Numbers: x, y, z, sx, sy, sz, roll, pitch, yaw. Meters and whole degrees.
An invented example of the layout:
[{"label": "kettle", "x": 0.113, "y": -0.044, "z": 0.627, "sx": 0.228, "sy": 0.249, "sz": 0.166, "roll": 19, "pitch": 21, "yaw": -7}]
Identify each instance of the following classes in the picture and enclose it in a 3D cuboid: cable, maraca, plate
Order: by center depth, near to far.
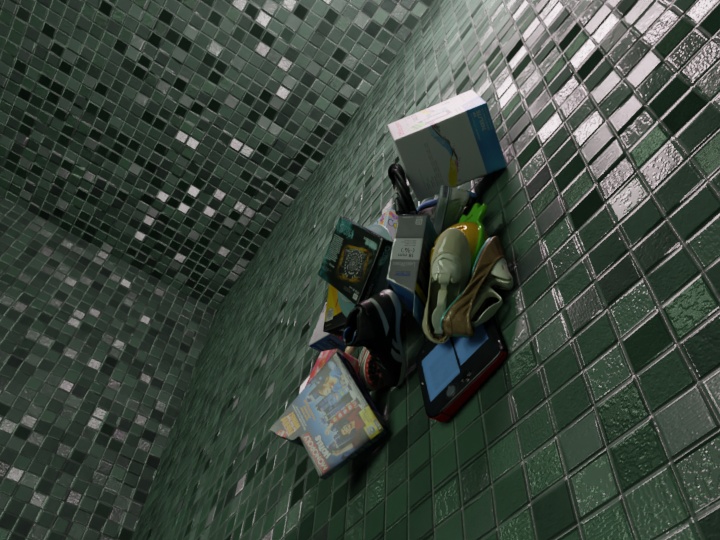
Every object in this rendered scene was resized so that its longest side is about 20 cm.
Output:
[{"label": "maraca", "x": 0.185, "y": -0.038, "z": 1.221, "sx": 0.137, "sy": 0.107, "sz": 0.200, "roll": -40, "pitch": 25, "yaw": 50}, {"label": "plate", "x": 0.000, "y": 0.000, "z": 1.335, "sx": 0.200, "sy": 0.026, "sz": 0.201, "roll": -35, "pitch": 47, "yaw": 48}, {"label": "cable", "x": 0.092, "y": -0.136, "z": 1.428, "sx": 0.200, "sy": 0.051, "sz": 0.164, "roll": 49, "pitch": -155, "yaw": -72}]

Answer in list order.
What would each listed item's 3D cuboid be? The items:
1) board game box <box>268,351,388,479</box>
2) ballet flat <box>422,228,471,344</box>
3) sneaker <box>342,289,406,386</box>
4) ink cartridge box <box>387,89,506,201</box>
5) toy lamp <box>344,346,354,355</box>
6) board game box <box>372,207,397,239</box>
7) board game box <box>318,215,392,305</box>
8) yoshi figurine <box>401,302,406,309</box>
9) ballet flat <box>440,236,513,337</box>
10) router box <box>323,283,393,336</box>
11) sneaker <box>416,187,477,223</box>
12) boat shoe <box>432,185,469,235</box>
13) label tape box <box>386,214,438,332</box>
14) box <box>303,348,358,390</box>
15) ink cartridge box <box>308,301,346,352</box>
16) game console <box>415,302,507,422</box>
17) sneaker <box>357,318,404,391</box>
[{"label": "board game box", "x": -0.068, "y": 0.296, "z": 1.292, "sx": 0.200, "sy": 0.062, "sz": 0.200, "roll": -38, "pitch": 51, "yaw": 4}, {"label": "ballet flat", "x": 0.143, "y": 0.031, "z": 1.122, "sx": 0.069, "sy": 0.069, "sz": 0.200, "roll": -123, "pitch": 38, "yaw": -72}, {"label": "sneaker", "x": 0.019, "y": 0.140, "z": 1.243, "sx": 0.073, "sy": 0.112, "sz": 0.200, "roll": 25, "pitch": 128, "yaw": 52}, {"label": "ink cartridge box", "x": 0.179, "y": -0.265, "z": 1.415, "sx": 0.200, "sy": 0.146, "sz": 0.147, "roll": -22, "pitch": 25, "yaw": 6}, {"label": "toy lamp", "x": -0.027, "y": 0.189, "z": 1.551, "sx": 0.200, "sy": 0.058, "sz": 0.058, "roll": -61, "pitch": 16, "yaw": 4}, {"label": "board game box", "x": 0.051, "y": -0.040, "z": 1.626, "sx": 0.200, "sy": 0.105, "sz": 0.103, "roll": -44, "pitch": 23, "yaw": 45}, {"label": "board game box", "x": -0.014, "y": -0.022, "z": 1.316, "sx": 0.200, "sy": 0.028, "sz": 0.136, "roll": 35, "pitch": 105, "yaw": 60}, {"label": "yoshi figurine", "x": 0.094, "y": 0.001, "z": 1.432, "sx": 0.200, "sy": 0.112, "sz": 0.113, "roll": -33, "pitch": 23, "yaw": 47}, {"label": "ballet flat", "x": 0.206, "y": 0.031, "z": 1.102, "sx": 0.072, "sy": 0.068, "sz": 0.200, "roll": 18, "pitch": 60, "yaw": 35}, {"label": "router box", "x": -0.003, "y": 0.046, "z": 1.400, "sx": 0.200, "sy": 0.051, "sz": 0.149, "roll": -27, "pitch": 52, "yaw": 55}, {"label": "sneaker", "x": 0.188, "y": -0.125, "z": 1.459, "sx": 0.200, "sy": 0.071, "sz": 0.083, "roll": -28, "pitch": 55, "yaw": 59}, {"label": "boat shoe", "x": 0.193, "y": -0.096, "z": 1.368, "sx": 0.202, "sy": 0.086, "sz": 0.075, "roll": 94, "pitch": -174, "yaw": -53}, {"label": "label tape box", "x": 0.101, "y": 0.016, "z": 1.255, "sx": 0.063, "sy": 0.144, "sz": 0.200, "roll": 2, "pitch": 65, "yaw": 21}, {"label": "box", "x": -0.066, "y": 0.280, "z": 1.431, "sx": 0.095, "sy": 0.103, "sz": 0.200, "roll": -23, "pitch": 39, "yaw": 62}, {"label": "ink cartridge box", "x": -0.054, "y": 0.133, "z": 1.687, "sx": 0.200, "sy": 0.076, "sz": 0.137, "roll": -32, "pitch": 31, "yaw": 55}, {"label": "game console", "x": 0.162, "y": 0.141, "z": 1.121, "sx": 0.177, "sy": 0.031, "sz": 0.200, "roll": -54, "pitch": 18, "yaw": 21}, {"label": "sneaker", "x": 0.031, "y": 0.159, "z": 1.392, "sx": 0.082, "sy": 0.078, "sz": 0.200, "roll": -41, "pitch": 24, "yaw": 50}]
